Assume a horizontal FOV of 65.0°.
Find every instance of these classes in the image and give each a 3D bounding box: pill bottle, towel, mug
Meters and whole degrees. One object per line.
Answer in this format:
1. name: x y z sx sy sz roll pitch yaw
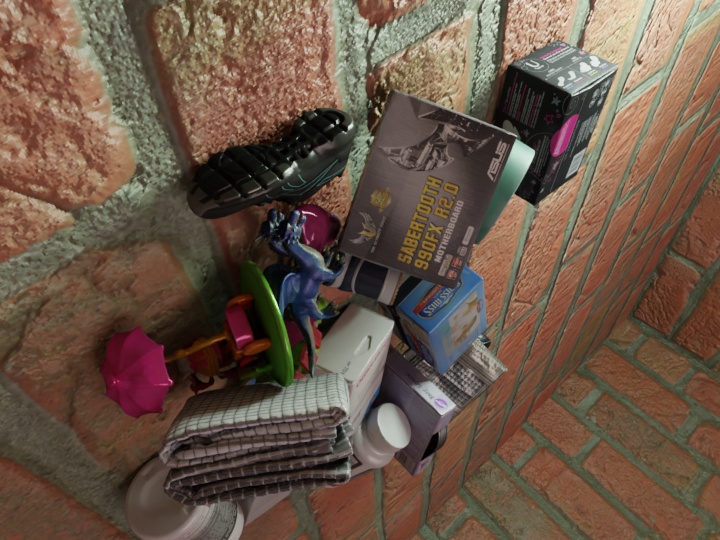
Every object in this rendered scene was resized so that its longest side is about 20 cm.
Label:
1. pill bottle: -0.005 0.318 1.041 0.200 0.111 0.110 -37 161 35
2. towel: 0.175 0.210 1.160 0.200 0.035 0.193 40 108 -19
3. mug: 0.153 -0.127 0.807 0.153 0.114 0.185 -59 177 -6
4. pill bottle: -0.245 0.351 0.822 0.114 0.114 0.200 -39 148 -18
5. towel: -0.105 0.181 0.628 0.199 0.086 0.166 -8 -177 -5

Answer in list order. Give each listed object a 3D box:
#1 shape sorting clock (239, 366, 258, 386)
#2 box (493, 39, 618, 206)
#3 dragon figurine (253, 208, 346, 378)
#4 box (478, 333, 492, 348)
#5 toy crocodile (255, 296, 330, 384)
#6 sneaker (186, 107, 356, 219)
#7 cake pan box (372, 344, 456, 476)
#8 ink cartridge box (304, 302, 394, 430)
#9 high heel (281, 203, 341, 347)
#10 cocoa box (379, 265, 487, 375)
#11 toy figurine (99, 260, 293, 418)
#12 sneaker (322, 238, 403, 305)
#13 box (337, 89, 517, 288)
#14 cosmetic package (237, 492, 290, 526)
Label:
1. shape sorting clock: -0.130 0.190 0.871 0.200 0.039 0.201 -33 146 -26
2. box: 0.290 -0.231 0.887 0.132 0.115 0.201 -33 147 -28
3. dragon figurine: -0.077 0.024 0.635 0.099 0.059 0.201 -1 114 -34
4. box: 0.184 0.224 1.282 0.163 0.086 0.201 -5 128 -52
5. toy crocodile: -0.088 0.125 0.770 0.068 0.061 0.201 50 46 -43
6. sneaker: -0.082 -0.094 0.583 0.199 0.075 0.080 -32 148 -27
7. cake pan box: 0.074 0.260 1.063 0.052 0.200 0.185 -22 138 -38
8. ink cartridge box: -0.023 0.177 0.915 0.147 0.085 0.201 -50 156 -43
9. high heel: -0.085 0.015 0.697 0.201 0.067 0.096 -63 158 12
10. cocoa box: 0.129 0.067 0.987 0.133 0.131 0.200 -43 150 -11
11. toy figurine: -0.192 0.097 0.636 0.183 0.151 0.200 -18 165 -22
12. sneaker: 0.000 0.000 0.811 0.200 0.108 0.071 -105 -147 -88
13. box: 0.077 -0.096 0.690 0.048 0.157 0.201 -101 -149 -74
14. cosmetic package: -0.156 0.330 0.933 0.101 0.071 0.201 -24 150 -37
